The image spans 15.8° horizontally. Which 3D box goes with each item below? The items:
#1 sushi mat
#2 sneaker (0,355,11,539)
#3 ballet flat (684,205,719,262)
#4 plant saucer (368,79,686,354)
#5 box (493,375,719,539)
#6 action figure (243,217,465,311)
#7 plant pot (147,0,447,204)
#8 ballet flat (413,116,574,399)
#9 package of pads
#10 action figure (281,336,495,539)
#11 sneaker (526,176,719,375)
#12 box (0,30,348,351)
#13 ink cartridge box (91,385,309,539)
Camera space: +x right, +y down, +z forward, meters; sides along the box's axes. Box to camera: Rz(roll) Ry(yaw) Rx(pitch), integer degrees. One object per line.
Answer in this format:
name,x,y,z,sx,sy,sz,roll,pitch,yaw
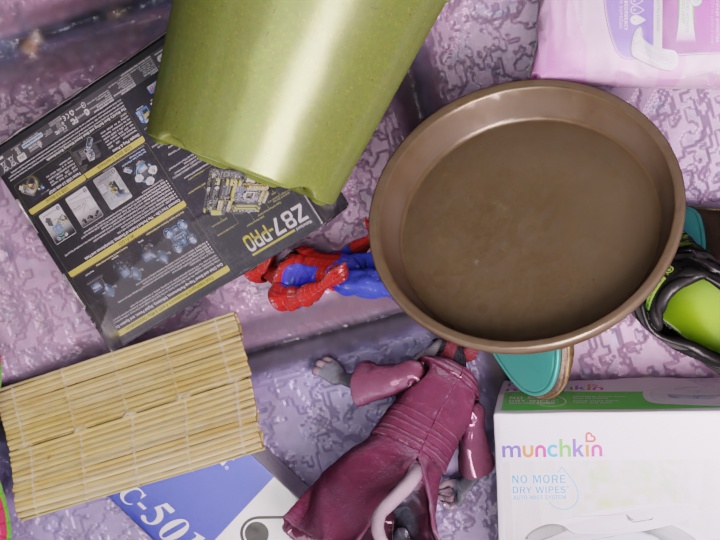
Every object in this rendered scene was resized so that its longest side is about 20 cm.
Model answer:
sushi mat,-0.157,0.100,1.750,0.199,0.012,0.096,-18,72,23
sneaker,-0.291,0.115,1.773,0.083,0.077,0.202,-7,84,35
ballet flat,0.233,-0.010,1.703,0.198,0.071,0.071,-8,98,10
plant saucer,0.104,-0.031,1.613,0.199,0.030,0.201,-6,57,9
box,0.192,0.164,1.718,0.198,0.097,0.178,0,102,8
action figure,0.000,0.000,1.703,0.199,0.065,0.052,-1,123,39
plant pot,-0.041,-0.148,1.563,0.199,0.200,0.191,21,91,3
ballet flat,0.097,-0.014,1.707,0.068,0.072,0.201,-33,83,32
package of pads,0.206,-0.177,1.668,0.198,0.076,0.121,1,102,7
action figure,0.028,0.113,1.701,0.133,0.149,0.201,29,69,-8
sneaker,0.188,0.001,1.629,0.199,0.083,0.071,37,91,14
box,-0.129,-0.060,1.710,0.199,0.049,0.162,-31,93,31
ink cartridge box,-0.079,0.175,1.776,0.200,0.044,0.094,43,101,-1
